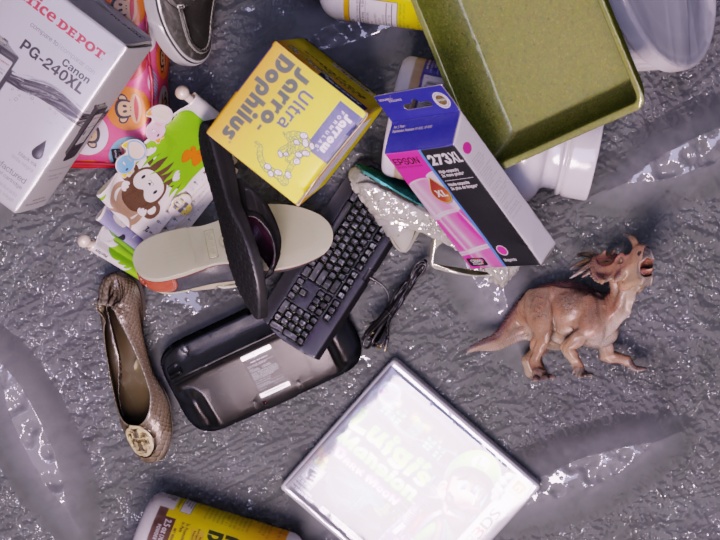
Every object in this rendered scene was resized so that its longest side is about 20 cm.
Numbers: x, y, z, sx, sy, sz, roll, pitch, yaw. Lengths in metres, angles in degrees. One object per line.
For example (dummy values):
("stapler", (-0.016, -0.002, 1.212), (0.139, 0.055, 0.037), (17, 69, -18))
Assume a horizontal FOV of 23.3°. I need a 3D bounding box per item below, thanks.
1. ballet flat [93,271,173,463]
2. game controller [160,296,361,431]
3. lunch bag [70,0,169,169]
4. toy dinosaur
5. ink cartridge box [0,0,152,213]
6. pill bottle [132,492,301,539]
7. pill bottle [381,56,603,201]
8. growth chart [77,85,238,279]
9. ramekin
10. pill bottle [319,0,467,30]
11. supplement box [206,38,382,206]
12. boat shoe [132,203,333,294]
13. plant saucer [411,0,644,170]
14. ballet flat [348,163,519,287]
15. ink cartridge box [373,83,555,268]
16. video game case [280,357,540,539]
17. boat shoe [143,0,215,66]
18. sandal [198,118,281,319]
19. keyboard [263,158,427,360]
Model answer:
("ballet flat", (-0.236, 0.101, 1.780), (0.067, 0.046, 0.200), (-5, 97, 32))
("game controller", (-0.102, 0.089, 1.783), (0.200, 0.042, 0.104), (-25, 109, 9))
("lunch bag", (-0.279, -0.202, 1.737), (0.176, 0.082, 0.200), (1, 99, 10))
("toy dinosaur", (0.206, 0.038, 1.722), (0.200, 0.086, 0.136), (-7, 87, 23))
("ink cartridge box", (-0.316, -0.179, 1.662), (0.145, 0.083, 0.200), (37, 104, 4))
("pill bottle", (-0.131, 0.304, 1.776), (0.200, 0.109, 0.109), (16, 100, 3))
("pill bottle", (0.128, -0.130, 1.681), (0.200, 0.120, 0.120), (12, 99, 4))
("growth chart", (-0.194, -0.081, 1.730), (0.200, 0.145, 0.018), (-53, 47, 9))
("ramekin", (0.243, -0.274, 1.616), (0.094, 0.202, 0.202), (-10, 98, 38))
("pill bottle", (0.027, -0.287, 1.677), (0.200, 0.104, 0.104), (8, 99, 4))
("supplement box", (-0.057, -0.145, 1.657), (0.110, 0.200, 0.109), (38, 100, -1))
("boat shoe", (-0.124, -0.016, 1.730), (0.200, 0.063, 0.071), (-11, 67, 3))
("plant saucer", (0.154, -0.209, 1.555), (0.200, 0.048, 0.200), (-23, 89, 46))
("ballet flat", (0.072, -0.037, 1.708), (0.200, 0.072, 0.072), (23, 100, -12))
("ink cartridge box", (0.090, -0.083, 1.607), (0.037, 0.095, 0.200), (-52, 119, -29))
("video game case", (0.050, 0.220, 1.789), (0.200, 0.023, 0.182), (41, 100, -1))
("boat shoe", (-0.167, -0.283, 1.662), (0.064, 0.071, 0.200), (13, 130, 33))
("sandal", (-0.108, -0.054, 1.669), (0.048, 0.075, 0.200), (-12, 78, -17))
("keyboard", (0.000, 0.000, 1.739), (0.127, 0.021, 0.200), (32, 86, 1))
